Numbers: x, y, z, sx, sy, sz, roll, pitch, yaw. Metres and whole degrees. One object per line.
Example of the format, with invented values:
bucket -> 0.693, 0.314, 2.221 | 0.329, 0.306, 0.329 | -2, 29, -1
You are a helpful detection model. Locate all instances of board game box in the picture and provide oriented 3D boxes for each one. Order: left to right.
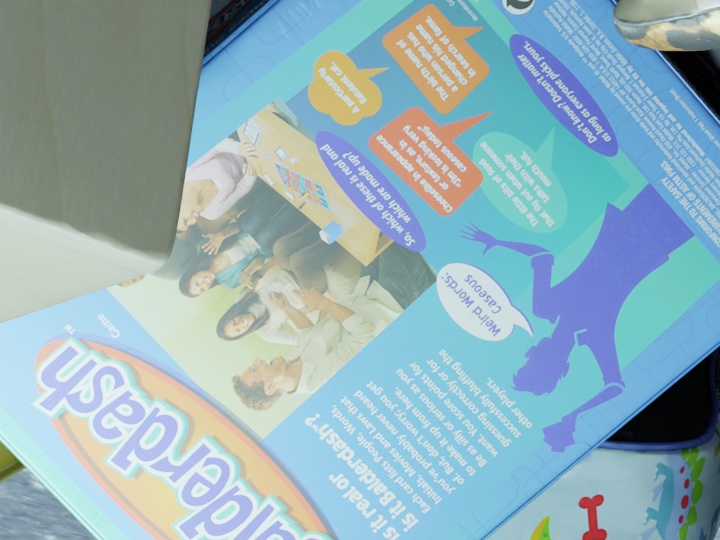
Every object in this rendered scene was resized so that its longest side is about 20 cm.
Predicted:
board game box -> 0.000, 0.000, 0.765 | 0.152, 0.200, 0.045 | 48, -172, -15

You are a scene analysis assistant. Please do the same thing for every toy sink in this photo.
toy sink -> -0.129, -0.056, 0.690 | 0.112, 0.130, 0.200 | 20, 157, -33

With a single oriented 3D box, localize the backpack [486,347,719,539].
backpack -> 0.025, 0.068, 0.909 | 0.183, 0.147, 0.200 | 12, -168, 2

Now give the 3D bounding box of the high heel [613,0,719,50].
high heel -> 0.165, -0.069, 0.658 | 0.200, 0.071, 0.143 | -27, 140, 8

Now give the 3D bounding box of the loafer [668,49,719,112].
loafer -> 0.099, -0.096, 0.723 | 0.072, 0.063, 0.200 | 49, 177, 29

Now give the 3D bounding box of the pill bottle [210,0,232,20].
pill bottle -> -0.086, -0.060, 0.828 | 0.200, 0.113, 0.112 | 14, 156, -1

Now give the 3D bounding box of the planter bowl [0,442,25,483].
planter bowl -> -0.190, 0.020, 1.035 | 0.200, 0.200, 0.084 | -3, 115, 31
